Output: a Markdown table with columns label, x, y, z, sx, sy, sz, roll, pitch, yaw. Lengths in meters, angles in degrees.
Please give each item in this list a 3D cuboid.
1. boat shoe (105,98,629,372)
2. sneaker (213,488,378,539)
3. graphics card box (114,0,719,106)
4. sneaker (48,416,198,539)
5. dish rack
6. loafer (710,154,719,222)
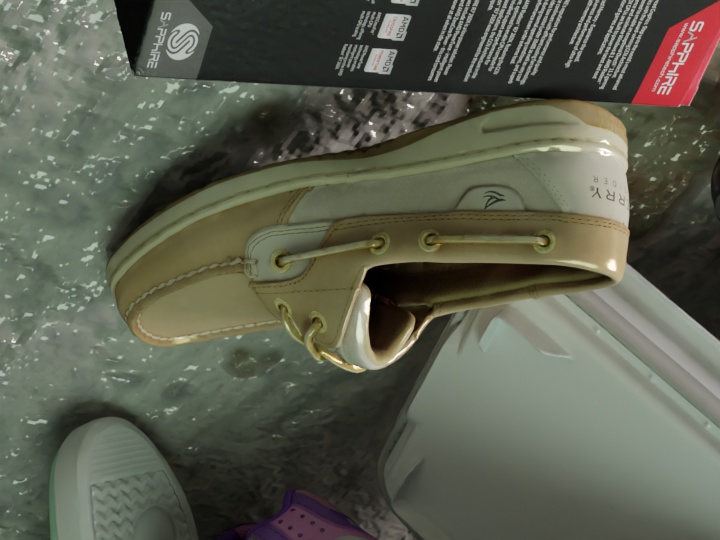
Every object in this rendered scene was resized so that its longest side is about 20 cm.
| label | x | y | z | sx | sy | sz | roll | pitch | yaw |
| --- | --- | --- | --- | --- | --- | --- | --- | --- | --- |
| boat shoe | 0.000 | 0.000 | 0.854 | 0.200 | 0.069 | 0.074 | -18 | 156 | 25 |
| sneaker | -0.033 | 0.149 | 1.037 | 0.088 | 0.081 | 0.200 | 40 | 147 | 3 |
| graphics card box | 0.030 | -0.115 | 0.781 | 0.200 | 0.051 | 0.126 | 0 | 137 | -21 |
| sneaker | -0.124 | 0.149 | 1.002 | 0.118 | 0.074 | 0.201 | 6 | 117 | 31 |
| dish rack | 0.094 | 0.093 | 0.928 | 0.044 | 0.200 | 0.172 | -32 | 157 | -43 |
| loafer | 0.211 | -0.034 | 0.915 | 0.200 | 0.071 | 0.068 | 5 | 151 | -30 |
